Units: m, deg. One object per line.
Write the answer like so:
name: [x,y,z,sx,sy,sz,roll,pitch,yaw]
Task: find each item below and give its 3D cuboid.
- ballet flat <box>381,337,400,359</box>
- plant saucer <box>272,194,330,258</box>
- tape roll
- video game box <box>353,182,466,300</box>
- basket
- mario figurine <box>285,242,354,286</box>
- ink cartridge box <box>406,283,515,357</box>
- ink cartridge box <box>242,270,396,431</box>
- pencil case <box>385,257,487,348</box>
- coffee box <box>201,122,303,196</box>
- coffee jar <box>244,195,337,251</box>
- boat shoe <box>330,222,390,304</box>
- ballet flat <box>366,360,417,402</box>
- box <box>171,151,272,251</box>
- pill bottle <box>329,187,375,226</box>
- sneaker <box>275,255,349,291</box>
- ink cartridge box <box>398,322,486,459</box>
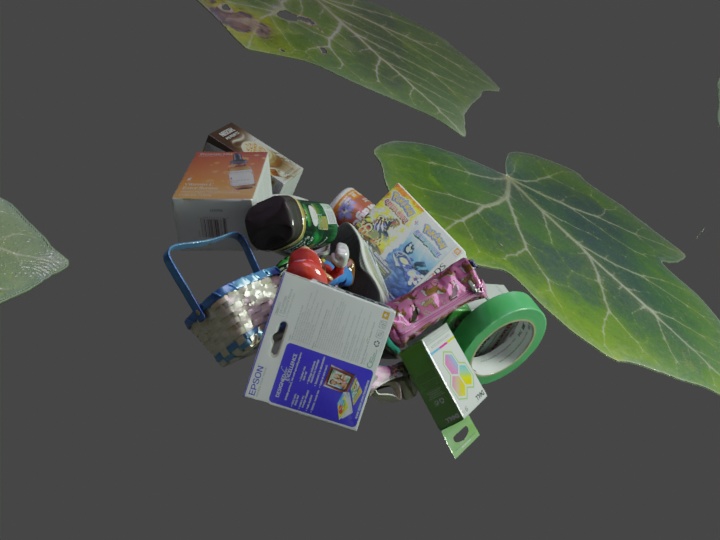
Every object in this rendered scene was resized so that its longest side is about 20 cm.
ballet flat: [0.011,0.114,1.318,0.201,0.067,0.069,54,7,-52]
plant saucer: [-0.137,-0.077,1.504,0.195,0.051,0.203,16,37,-12]
tape roll: [0.258,0.131,1.398,0.196,0.203,0.049,3,37,-37]
video game box: [0.077,-0.036,1.440,0.200,0.182,0.047,46,-4,17]
basket: [-0.208,0.038,1.178,0.175,0.138,0.204,-17,78,-52]
mario figurine: [-0.073,-0.009,1.256,0.105,0.125,0.200,36,8,13]
ink cartridge box: [0.201,0.103,1.446,0.196,0.149,0.084,3,40,-36]
ink cartridge box: [-0.064,0.124,1.149,0.195,0.203,0.043,20,0,-19]
pencil case: [0.125,0.057,1.295,0.197,0.087,0.084,-29,74,-9]
coffee box: [-0.239,-0.227,1.619,0.197,0.081,0.115,32,30,4]
coffee jar: [-0.122,-0.081,1.326,0.199,0.102,0.088,-1,73,-69]
boat shoe: [0.001,0.000,1.391,0.064,0.074,0.205,27,29,-53]
ballet flat: [0.060,0.191,1.281,0.197,0.069,0.072,-3,60,-47]
box: [-0.254,-0.134,1.393,0.147,0.109,0.202,0,33,2]
pill bottle: [0.022,-0.078,1.592,0.198,0.114,0.112,38,31,14]
sneaker: [-0.078,0.026,1.388,0.195,0.079,0.086,10,35,-31]
ink cartridge box: [0.155,0.204,1.271,0.103,0.059,0.204,-21,81,-55]
